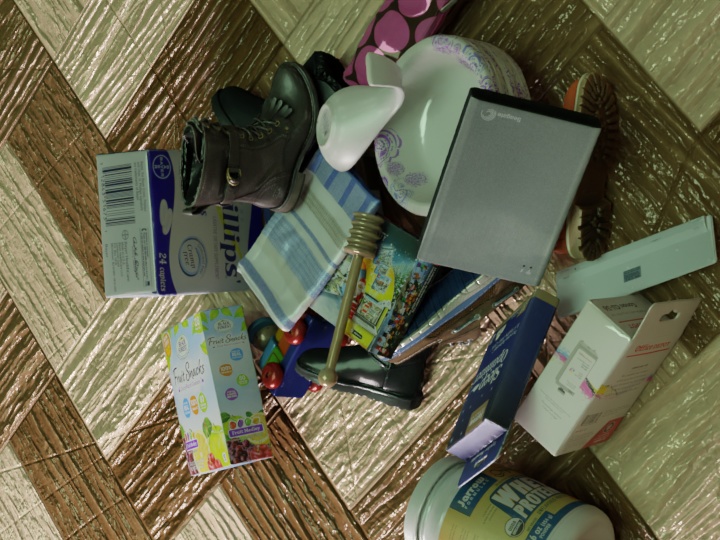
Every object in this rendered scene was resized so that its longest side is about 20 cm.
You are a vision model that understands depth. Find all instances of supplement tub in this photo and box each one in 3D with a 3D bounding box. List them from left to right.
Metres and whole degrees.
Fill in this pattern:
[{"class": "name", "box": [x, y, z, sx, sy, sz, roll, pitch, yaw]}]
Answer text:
[{"class": "supplement tub", "box": [0.162, 0.296, 1.576, 0.200, 0.144, 0.145, 20, 105, 37]}]

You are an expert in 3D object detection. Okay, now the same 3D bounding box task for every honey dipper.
[{"class": "honey dipper", "box": [-0.016, 0.033, 1.614, 0.038, 0.038, 0.201, 10, 82, 39]}]

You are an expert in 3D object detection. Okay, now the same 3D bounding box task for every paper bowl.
[{"class": "paper bowl", "box": [0.114, -0.157, 1.600, 0.200, 0.104, 0.201, -5, 83, 50]}]

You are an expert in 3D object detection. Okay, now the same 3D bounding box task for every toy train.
[{"class": "toy train", "box": [-0.072, 0.052, 1.805, 0.116, 0.085, 0.200, 50, 122, 42]}]

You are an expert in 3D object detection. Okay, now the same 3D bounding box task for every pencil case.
[{"class": "pencil case", "box": [0.060, -0.281, 1.663, 0.094, 0.091, 0.200, 50, 124, 30]}]

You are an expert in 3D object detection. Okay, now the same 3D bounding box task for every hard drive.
[{"class": "hard drive", "box": [0.152, -0.086, 1.497, 0.033, 0.139, 0.200, -89, 14, -57]}]

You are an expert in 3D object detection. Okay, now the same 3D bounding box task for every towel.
[{"class": "towel", "box": [-0.065, -0.041, 1.712, 0.200, 0.024, 0.147, -53, 42, 15]}]

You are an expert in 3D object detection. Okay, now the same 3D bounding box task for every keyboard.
[{"class": "keyboard", "box": [0.290, -0.002, 1.527, 0.200, 0.011, 0.056, -23, 59, 38]}]

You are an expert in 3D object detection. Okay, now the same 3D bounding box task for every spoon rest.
[{"class": "spoon rest", "box": [0.001, -0.182, 1.629, 0.200, 0.060, 0.100, 137, 133, -62]}]

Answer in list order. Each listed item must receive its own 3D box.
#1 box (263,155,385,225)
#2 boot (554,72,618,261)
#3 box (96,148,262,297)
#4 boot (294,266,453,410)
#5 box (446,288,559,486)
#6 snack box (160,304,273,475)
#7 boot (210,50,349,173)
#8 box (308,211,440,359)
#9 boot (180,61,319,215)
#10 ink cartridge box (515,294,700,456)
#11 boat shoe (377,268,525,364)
[{"class": "box", "box": [-0.055, -0.062, 1.808, 0.200, 0.032, 0.121, -16, 83, 40]}, {"class": "boot", "box": [0.217, -0.117, 1.555, 0.107, 0.075, 0.201, 15, 103, 43]}, {"class": "box", "box": [-0.228, -0.061, 1.841, 0.105, 0.200, 0.185, -3, 91, 39]}, {"class": "boot", "box": [0.017, 0.049, 1.713, 0.164, 0.066, 0.201, 15, 107, 11]}, {"class": "box", "box": [0.147, 0.127, 1.536, 0.032, 0.200, 0.121, 27, 152, -5]}, {"class": "snack box", "box": [-0.190, 0.160, 1.875, 0.169, 0.068, 0.201, -28, 72, 62]}, {"class": "boot", "box": [-0.089, -0.212, 1.801, 0.168, 0.076, 0.200, -49, 52, 21]}, {"class": "box", "box": [0.000, 0.000, 1.669, 0.200, 0.038, 0.137, 35, 98, 49]}, {"class": "boot", "box": [-0.134, -0.157, 1.668, 0.069, 0.174, 0.201, 5, 89, 41]}, {"class": "ink cartridge box", "box": [0.259, 0.092, 1.501, 0.067, 0.116, 0.200, 44, 117, 28]}, {"class": "boat shoe", "box": [0.107, 0.051, 1.632, 0.200, 0.072, 0.072, -38, 29, 21]}]
